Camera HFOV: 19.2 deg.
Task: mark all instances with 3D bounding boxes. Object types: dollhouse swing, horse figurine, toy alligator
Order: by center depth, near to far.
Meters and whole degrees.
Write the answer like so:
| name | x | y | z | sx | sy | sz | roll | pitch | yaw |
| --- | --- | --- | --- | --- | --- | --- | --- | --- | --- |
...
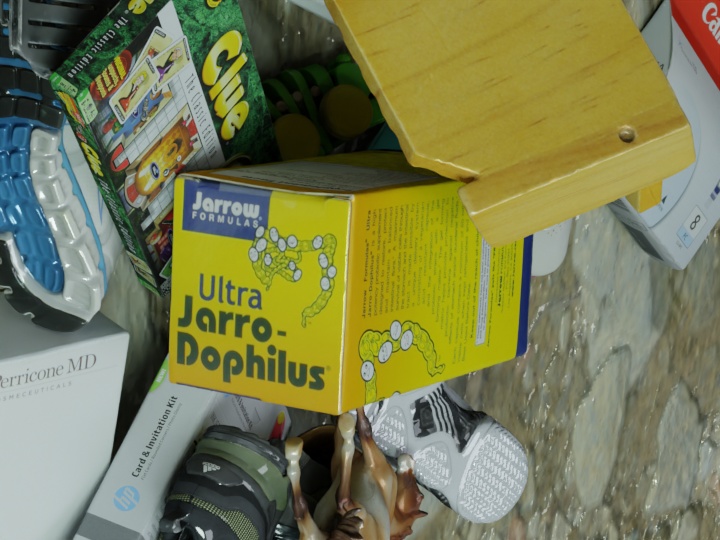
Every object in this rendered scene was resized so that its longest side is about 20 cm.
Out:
| name | x | y | z | sx | sy | sz | roll | pitch | yaw |
| --- | --- | --- | --- | --- | --- | --- | --- | --- | --- |
| dollhouse swing | 0.069 | -0.106 | 1.147 | 0.180 | 0.201 | 0.176 | -22 | 162 | -17 |
| horse figurine | -0.005 | 0.127 | 1.178 | 0.200 | 0.049 | 0.134 | -70 | 154 | -66 |
| toy alligator | -0.019 | -0.098 | 1.218 | 0.199 | 0.059 | 0.055 | -32 | 93 | -30 |

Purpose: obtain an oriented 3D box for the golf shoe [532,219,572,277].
| name | x | y | z | sx | sy | sz | roll | pitch | yaw |
| --- | --- | --- | --- | --- | --- | --- | --- | --- | --- |
| golf shoe | 0.120 | -0.066 | 1.361 | 0.075 | 0.091 | 0.201 | -38 | 138 | -27 |

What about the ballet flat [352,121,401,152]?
| name | x | y | z | sx | sy | sz | roll | pitch | yaw |
| --- | --- | --- | --- | --- | --- | --- | --- | --- | --- |
| ballet flat | 0.001 | -0.030 | 1.274 | 0.200 | 0.068 | 0.069 | -42 | 151 | -22 |

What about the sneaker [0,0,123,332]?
| name | x | y | z | sx | sy | sz | roll | pitch | yaw |
| --- | --- | --- | --- | --- | --- | --- | --- | --- | --- |
| sneaker | -0.158 | -0.075 | 1.077 | 0.087 | 0.074 | 0.202 | -56 | 148 | -51 |

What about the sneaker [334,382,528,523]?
| name | x | y | z | sx | sy | sz | roll | pitch | yaw |
| --- | --- | --- | --- | --- | --- | --- | --- | --- | --- |
| sneaker | 0.015 | 0.078 | 1.330 | 0.075 | 0.115 | 0.200 | -51 | 126 | -10 |

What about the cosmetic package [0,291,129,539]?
| name | x | y | z | sx | sy | sz | roll | pitch | yaw |
| --- | --- | --- | --- | --- | --- | --- | --- | --- | --- |
| cosmetic package | -0.195 | 0.117 | 1.143 | 0.101 | 0.071 | 0.202 | -13 | 122 | -43 |

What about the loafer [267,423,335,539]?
| name | x | y | z | sx | sy | sz | roll | pitch | yaw |
| --- | --- | --- | --- | --- | --- | --- | --- | --- | --- |
| loafer | -0.019 | 0.130 | 1.290 | 0.200 | 0.072 | 0.073 | -9 | 114 | -74 |

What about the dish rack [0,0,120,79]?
| name | x | y | z | sx | sy | sz | roll | pitch | yaw |
| --- | --- | --- | --- | --- | --- | --- | --- | --- | --- |
| dish rack | -0.109 | -0.186 | 1.002 | 0.153 | 0.054 | 0.202 | -3 | 97 | -59 |

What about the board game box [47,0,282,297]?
| name | x | y | z | sx | sy | sz | roll | pitch | yaw |
| --- | --- | --- | --- | --- | --- | --- | --- | --- | --- |
| board game box | -0.091 | -0.073 | 1.058 | 0.105 | 0.023 | 0.200 | -52 | 158 | -18 |

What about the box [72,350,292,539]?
| name | x | y | z | sx | sy | sz | roll | pitch | yaw |
| --- | --- | --- | --- | --- | --- | --- | --- | --- | --- |
| box | -0.105 | 0.137 | 1.203 | 0.156 | 0.041 | 0.201 | 75 | 38 | -62 |

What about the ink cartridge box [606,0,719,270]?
| name | x | y | z | sx | sy | sz | roll | pitch | yaw |
| --- | --- | --- | --- | --- | --- | --- | --- | --- | --- |
| ink cartridge box | 0.241 | -0.120 | 1.494 | 0.201 | 0.047 | 0.160 | -53 | 141 | -5 |

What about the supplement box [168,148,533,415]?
| name | x | y | z | sx | sy | sz | roll | pitch | yaw |
| --- | --- | --- | --- | --- | --- | --- | --- | --- | --- |
| supplement box | 0.000 | 0.000 | 1.123 | 0.199 | 0.108 | 0.111 | -12 | 107 | -57 |

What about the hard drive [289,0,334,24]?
| name | x | y | z | sx | sy | sz | roll | pitch | yaw |
| --- | --- | --- | --- | --- | --- | --- | --- | --- | --- |
| hard drive | 0.026 | -0.195 | 1.224 | 0.199 | 0.026 | 0.133 | 20 | 98 | -51 |

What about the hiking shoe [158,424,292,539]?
| name | x | y | z | sx | sy | sz | roll | pitch | yaw |
| --- | --- | --- | --- | --- | --- | --- | --- | --- | --- |
| hiking shoe | -0.082 | 0.184 | 1.156 | 0.101 | 0.075 | 0.202 | -45 | 140 | -43 |
